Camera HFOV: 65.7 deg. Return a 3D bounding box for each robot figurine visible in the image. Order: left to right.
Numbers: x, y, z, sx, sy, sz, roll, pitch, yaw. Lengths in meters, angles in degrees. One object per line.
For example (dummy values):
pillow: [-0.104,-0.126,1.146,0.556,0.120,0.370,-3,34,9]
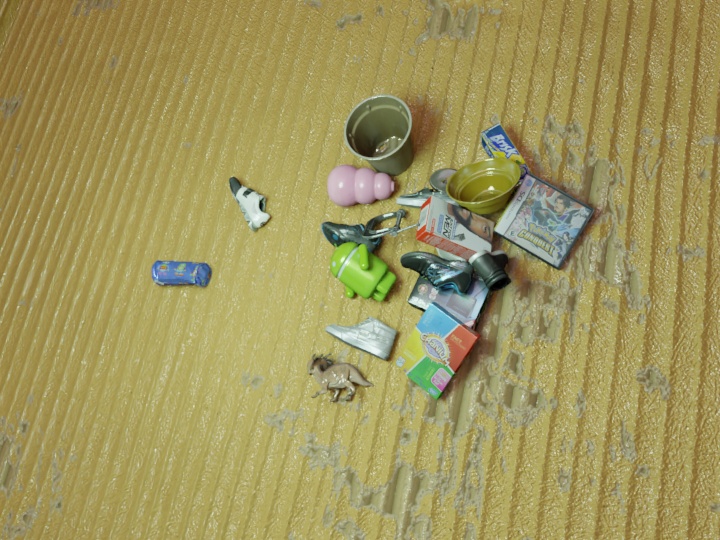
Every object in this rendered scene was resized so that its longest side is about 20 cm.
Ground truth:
robot figurine: [0.000,0.000,1.567,0.199,0.176,0.116,35,56,5]

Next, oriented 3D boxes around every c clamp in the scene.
c clamp: [0.086,-0.130,1.575,0.169,0.201,0.027,-18,112,12]

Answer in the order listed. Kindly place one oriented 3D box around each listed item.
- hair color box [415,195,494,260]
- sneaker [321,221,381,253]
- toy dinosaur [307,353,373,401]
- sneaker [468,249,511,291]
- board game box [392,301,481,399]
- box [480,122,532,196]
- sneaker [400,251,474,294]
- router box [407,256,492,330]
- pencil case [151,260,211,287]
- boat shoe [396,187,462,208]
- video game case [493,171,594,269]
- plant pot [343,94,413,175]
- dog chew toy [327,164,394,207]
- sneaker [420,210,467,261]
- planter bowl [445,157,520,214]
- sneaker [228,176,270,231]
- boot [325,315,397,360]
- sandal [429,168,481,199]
hair color box: [0.254,-0.107,1.490,0.198,0.064,0.112,20,65,-17]
sneaker: [-0.028,-0.104,1.660,0.198,0.074,0.082,25,57,25]
toy dinosaur: [-0.066,0.286,1.541,0.197,0.086,0.137,-6,65,11]
sneaker: [0.348,0.005,1.427,0.070,0.199,0.100,-38,70,27]
board game box: [0.197,0.208,1.457,0.152,0.040,0.202,36,106,21]
box: [0.409,-0.309,1.560,0.064,0.070,0.202,-27,68,5]
sneaker: [0.193,0.004,1.462,0.198,0.073,0.083,13,78,22]
router box: [0.246,0.061,1.509,0.198,0.062,0.151,23,81,23]
pencil case: [-0.582,0.011,1.796,0.197,0.079,0.087,2,45,20]
boat shoe: [0.199,-0.208,1.593,0.197,0.068,0.058,5,89,25]
video game case: [0.481,-0.131,1.469,0.199,0.025,0.182,31,92,8]
plant pot: [0.073,-0.376,1.632,0.198,0.183,0.203,-5,73,17]
dog chew toy: [0.003,-0.251,1.659,0.197,0.125,0.126,3,75,11]
sneaker: [0.224,-0.097,1.548,0.075,0.092,0.201,-39,66,5]
planter bowl: [0.335,-0.210,1.492,0.198,0.084,0.202,-16,37,13]
sneaker: [-0.352,-0.230,1.798,0.088,0.074,0.201,-33,76,7]
boot: [0.005,0.170,1.562,0.198,0.074,0.097,22,76,15]
sandal: [0.288,-0.241,1.589,0.199,0.055,0.082,32,86,24]
